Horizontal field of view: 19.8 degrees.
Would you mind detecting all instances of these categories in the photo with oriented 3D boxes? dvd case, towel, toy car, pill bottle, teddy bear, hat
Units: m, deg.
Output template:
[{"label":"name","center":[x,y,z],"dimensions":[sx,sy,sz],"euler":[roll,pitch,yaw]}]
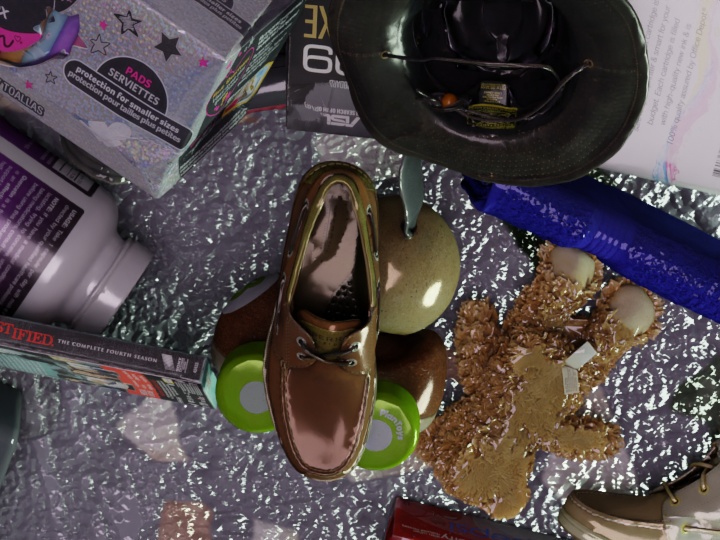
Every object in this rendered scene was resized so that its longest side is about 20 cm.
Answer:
[{"label":"dvd case","center":[-0.196,0.056,1.371],"dimensions":[0.200,0.146,0.022],"euler":[10,80,2]},{"label":"towel","center":[0.160,-0.022,1.342],"dimensions":[0.200,0.148,0.050],"euler":[25,103,-7]},{"label":"toy car","center":[0.000,0.000,1.349],"dimensions":[0.158,0.164,0.200],"euler":[18,108,-3]},{"label":"pill bottle","center":[-0.242,-0.036,1.381],"dimensions":[0.200,0.112,0.112],"euler":[35,105,-7]},{"label":"teddy bear","center":[0.122,0.072,1.426],"dimensions":[0.145,0.067,0.200],"euler":[15,101,-11]},{"label":"hat","center":[0.079,-0.143,1.182],"dimensions":[0.200,0.081,0.201],"euler":[10,140,9]}]

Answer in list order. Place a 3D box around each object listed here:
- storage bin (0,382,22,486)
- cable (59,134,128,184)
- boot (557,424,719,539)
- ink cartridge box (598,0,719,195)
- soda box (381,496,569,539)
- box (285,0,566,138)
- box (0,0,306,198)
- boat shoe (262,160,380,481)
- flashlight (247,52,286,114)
[{"label":"storage bin","center":[-0.323,0.149,1.436],"dimensions":[0.134,0.146,0.200],"euler":[18,107,-13]},{"label":"cable","center":[-0.206,-0.115,1.343],"dimensions":[0.200,0.097,0.050],"euler":[42,120,20]},{"label":"boot","center":[0.246,0.133,1.425],"dimensions":[0.200,0.072,0.155],"euler":[10,108,-9]},{"label":"ink cartridge box","center":[0.212,-0.133,1.340],"dimensions":[0.200,0.088,0.146],"euler":[12,106,-1]},{"label":"soda box","center":[0.111,0.224,1.461],"dimensions":[0.200,0.070,0.063],"euler":[14,108,-1]},{"label":"box","center":[0.056,-0.153,1.258],"dimensions":[0.200,0.050,0.158],"euler":[7,125,4]},{"label":"box","center":[-0.153,-0.161,1.206],"dimensions":[0.200,0.132,0.115],"euler":[33,126,4]},{"label":"boat shoe","center":[-0.024,0.034,1.248],"dimensions":[0.072,0.068,0.200],"euler":[-1,97,-2]},{"label":"flashlight","center":[-0.079,-0.114,1.378],"dimensions":[0.200,0.068,0.068],"euler":[-9,109,0]}]
